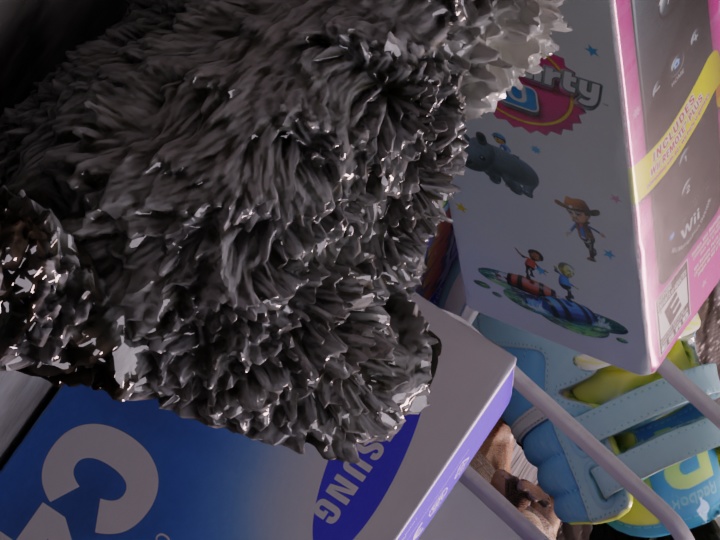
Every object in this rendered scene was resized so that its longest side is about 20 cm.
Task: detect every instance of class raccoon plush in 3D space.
[{"bbox_3d":[-0.018,-0.039,0.521,0.134,0.097,0.200,-67,169,11],"label":"raccoon plush"}]

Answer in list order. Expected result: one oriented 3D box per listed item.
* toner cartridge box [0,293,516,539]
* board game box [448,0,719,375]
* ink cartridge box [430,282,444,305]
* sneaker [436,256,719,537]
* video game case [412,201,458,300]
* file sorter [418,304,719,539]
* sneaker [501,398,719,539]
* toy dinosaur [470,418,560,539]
[{"bbox_3d":[-0.053,0.082,0.705,0.200,0.095,0.043,-56,171,-12],"label":"toner cartridge box"},{"bbox_3d":[0.080,-0.091,0.734,0.148,0.064,0.200,-53,150,-27],"label":"board game box"},{"bbox_3d":[0.059,0.005,1.180,0.094,0.044,0.200,-61,170,13],"label":"ink cartridge box"},{"bbox_3d":[0.096,0.013,0.940,0.079,0.131,0.200,-19,153,-20],"label":"sneaker"},{"bbox_3d":[0.000,0.000,0.923,0.182,0.024,0.200,-53,170,-25],"label":"video game case"},{"bbox_3d":[0.015,0.104,0.866,0.200,0.139,0.125,-32,158,-42],"label":"file sorter"},{"bbox_3d":[0.122,0.088,1.046,0.079,0.200,0.074,8,135,-35],"label":"sneaker"},{"bbox_3d":[0.037,0.120,1.240,0.086,0.200,0.136,20,114,-40],"label":"toy dinosaur"}]
